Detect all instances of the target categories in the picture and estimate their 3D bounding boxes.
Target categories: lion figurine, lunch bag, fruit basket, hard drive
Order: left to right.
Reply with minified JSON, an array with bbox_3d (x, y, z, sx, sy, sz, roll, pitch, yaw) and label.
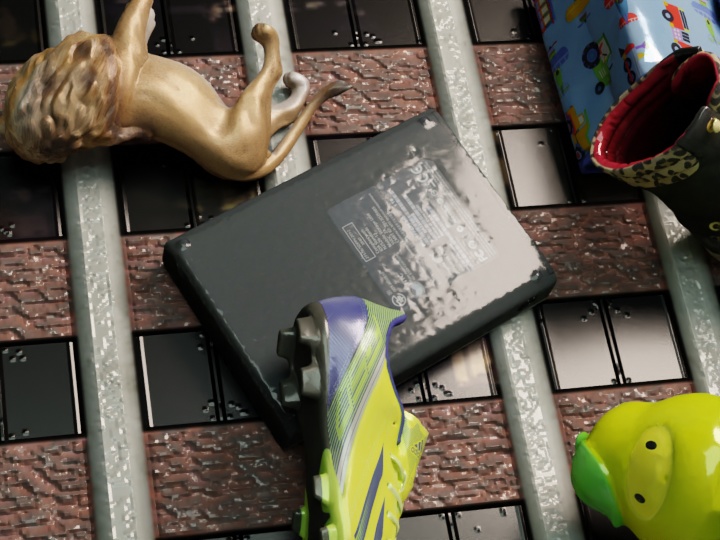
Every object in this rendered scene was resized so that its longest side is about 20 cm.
[{"bbox_3d":[-0.110,-0.099,1.009,0.198,0.073,0.124,18,68,-7],"label":"lion figurine"},{"bbox_3d":[0.000,0.000,1.000,0.199,0.033,0.140,-28,72,-23],"label":"hard drive"},{"bbox_3d":[0.229,-0.143,1.103,0.198,0.094,0.152,3,60,-28],"label":"lunch bag"},{"bbox_3d":[0.220,0.118,0.892,0.213,0.155,0.219,-1,94,-8],"label":"fruit basket"}]

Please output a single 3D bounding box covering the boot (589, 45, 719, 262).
[{"bbox_3d":[0.246,-0.082,0.975,0.150,0.199,0.074,25,49,-36],"label":"boot"}]

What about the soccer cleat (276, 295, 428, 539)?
[{"bbox_3d":[0.004,0.113,0.906,0.083,0.065,0.203,-1,79,-23],"label":"soccer cleat"}]
